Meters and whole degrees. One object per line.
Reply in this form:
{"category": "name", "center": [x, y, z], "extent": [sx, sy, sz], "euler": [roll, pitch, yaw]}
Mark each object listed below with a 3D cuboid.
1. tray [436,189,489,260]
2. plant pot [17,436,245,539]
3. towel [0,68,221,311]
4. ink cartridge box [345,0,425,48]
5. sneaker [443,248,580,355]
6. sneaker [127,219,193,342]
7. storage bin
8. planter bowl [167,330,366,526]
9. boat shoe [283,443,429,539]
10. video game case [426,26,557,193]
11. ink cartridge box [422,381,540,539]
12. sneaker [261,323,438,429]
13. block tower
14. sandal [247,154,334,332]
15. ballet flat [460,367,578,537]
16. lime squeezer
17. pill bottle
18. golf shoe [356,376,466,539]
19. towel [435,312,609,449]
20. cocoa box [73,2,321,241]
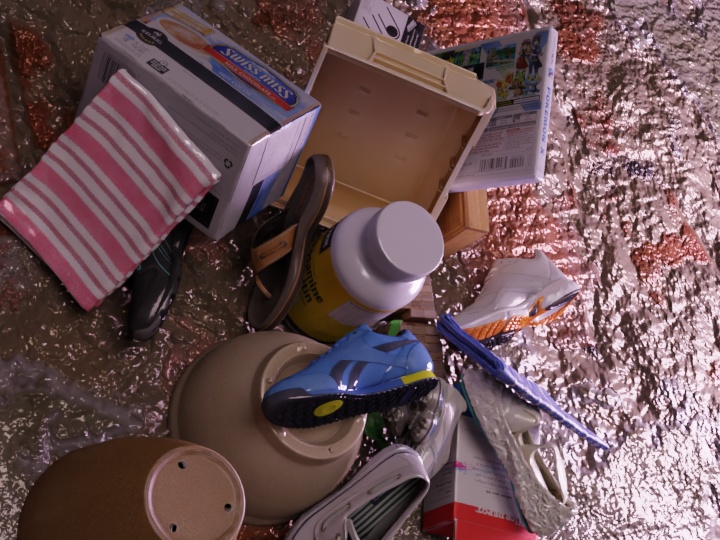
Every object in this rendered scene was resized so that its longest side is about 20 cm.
{"category": "tray", "center": [0.106, -0.123, 1.537], "extent": [0.037, 0.099, 0.200], "euler": [10, 65, -28]}
{"category": "plant pot", "center": [-0.186, 0.223, 1.148], "extent": [0.186, 0.200, 0.187], "euler": [13, 63, -28]}
{"category": "towel", "center": [-0.248, -0.076, 1.248], "extent": [0.146, 0.200, 0.030], "euler": [46, 14, 2]}
{"category": "ink cartridge box", "center": [0.010, -0.238, 1.559], "extent": [0.094, 0.044, 0.200], "euler": [28, 58, -18]}
{"category": "sneaker", "center": [0.166, 0.034, 1.538], "extent": [0.200, 0.076, 0.092], "euler": [-19, 62, -35]}
{"category": "sneaker", "center": [-0.220, -0.017, 1.316], "extent": [0.079, 0.075, 0.200], "euler": [18, 52, -14]}
{"category": "storage bin", "center": [0.020, -0.141, 1.396], "extent": [0.198, 0.200, 0.094], "euler": [21, 32, -8]}
{"category": "planter bowl", "center": [-0.077, 0.145, 1.289], "extent": [0.200, 0.135, 0.200], "euler": [13, 64, -27]}
{"category": "boat shoe", "center": [-0.012, 0.256, 1.262], "extent": [0.074, 0.067, 0.200], "euler": [38, 93, -21]}
{"category": "video game case", "center": [0.131, -0.180, 1.480], "extent": [0.022, 0.200, 0.183], "euler": [23, 69, -46]}
{"category": "ink cartridge box", "center": [0.135, 0.238, 1.424], "extent": [0.116, 0.067, 0.200], "euler": [19, 61, -25]}
{"category": "sneaker", "center": [-0.018, 0.098, 1.227], "extent": [0.200, 0.066, 0.078], "euler": [-8, 62, -37]}
{"category": "block tower", "center": [0.052, 0.060, 1.455], "extent": [0.058, 0.054, 0.200], "euler": [4, 69, -30]}
{"category": "sandal", "center": [-0.084, -0.032, 1.349], "extent": [0.055, 0.082, 0.200], "euler": [16, 106, -26]}
{"category": "ballet flat", "center": [0.179, 0.188, 1.387], "extent": [0.072, 0.072, 0.200], "euler": [-21, 85, -36]}
{"category": "lime squeezer", "center": [0.022, 0.149, 1.397], "extent": [0.071, 0.038, 0.200], "euler": [-9, 107, -3]}
{"category": "pill bottle", "center": [0.000, 0.000, 1.356], "extent": [0.112, 0.200, 0.112], "euler": [13, 64, -28]}
{"category": "golf shoe", "center": [0.057, 0.211, 1.356], "extent": [0.097, 0.078, 0.200], "euler": [24, 92, -46]}
{"category": "towel", "center": [0.181, 0.124, 1.431], "extent": [0.200, 0.145, 0.024], "euler": [35, 93, -33]}
{"category": "cocoa box", "center": [-0.168, -0.155, 1.309], "extent": [0.200, 0.133, 0.131], "euler": [37, 40, 13]}
